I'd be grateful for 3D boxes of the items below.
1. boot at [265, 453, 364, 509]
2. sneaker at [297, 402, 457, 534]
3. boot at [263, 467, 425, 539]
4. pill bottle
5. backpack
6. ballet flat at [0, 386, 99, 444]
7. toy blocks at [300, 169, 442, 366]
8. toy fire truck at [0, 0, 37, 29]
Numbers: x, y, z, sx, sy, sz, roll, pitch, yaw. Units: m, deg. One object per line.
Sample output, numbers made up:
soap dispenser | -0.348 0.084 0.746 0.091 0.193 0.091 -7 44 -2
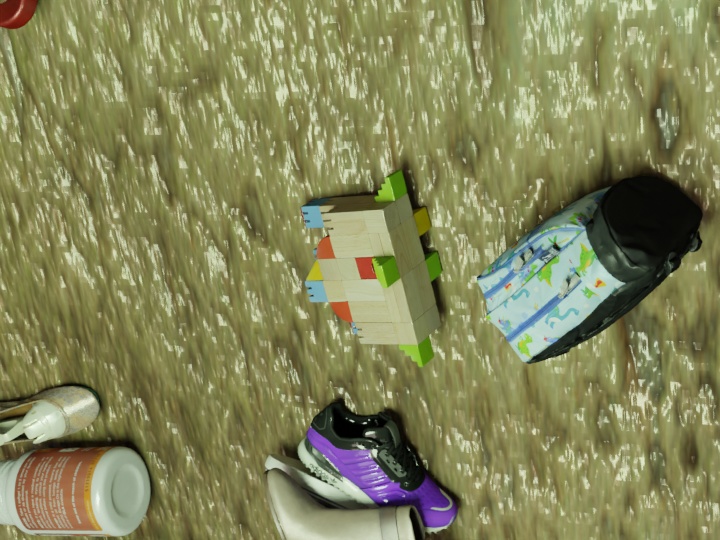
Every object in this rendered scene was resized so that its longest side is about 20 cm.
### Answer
boot | -0.035 0.295 1.448 0.200 0.073 0.090 25 91 11
sneaker | 0.028 0.217 1.403 0.200 0.070 0.100 29 119 9
boot | -0.005 0.290 1.375 0.146 0.070 0.200 -23 99 21
pill bottle | -0.381 0.284 1.588 0.200 0.112 0.112 -5 111 25
backpack | 0.208 0.004 1.186 0.154 0.163 0.200 38 130 13
ballet flat | -0.425 0.198 1.594 0.200 0.067 0.068 -16 106 28
toy blocks | 0.000 0.000 1.312 0.137 0.100 0.200 -2 112 37
toy fire truck | -0.454 -0.338 1.348 0.200 0.112 0.168 -17 82 28
